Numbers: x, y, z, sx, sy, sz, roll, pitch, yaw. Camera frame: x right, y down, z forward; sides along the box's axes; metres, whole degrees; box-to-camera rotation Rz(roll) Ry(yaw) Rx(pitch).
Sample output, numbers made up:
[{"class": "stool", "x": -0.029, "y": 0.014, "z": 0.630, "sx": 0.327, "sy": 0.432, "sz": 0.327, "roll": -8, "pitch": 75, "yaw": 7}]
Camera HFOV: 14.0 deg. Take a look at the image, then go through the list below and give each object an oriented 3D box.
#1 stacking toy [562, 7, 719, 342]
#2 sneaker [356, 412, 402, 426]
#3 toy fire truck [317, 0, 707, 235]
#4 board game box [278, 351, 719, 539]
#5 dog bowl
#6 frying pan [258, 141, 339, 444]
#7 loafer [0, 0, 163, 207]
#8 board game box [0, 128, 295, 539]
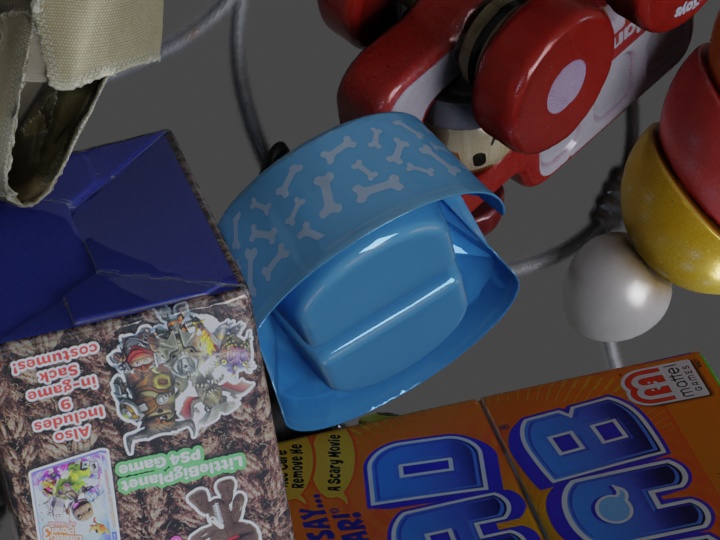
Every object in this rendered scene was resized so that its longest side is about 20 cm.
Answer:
[{"class": "stacking toy", "x": 0.163, "y": -0.040, "z": 1.307, "sx": 0.200, "sy": 0.147, "sz": 0.146, "roll": -41, "pitch": 136, "yaw": 21}, {"class": "sneaker", "x": 0.047, "y": 0.143, "z": 1.310, "sx": 0.084, "sy": 0.074, "sz": 0.200, "roll": -47, "pitch": 130, "yaw": -22}, {"class": "toy fire truck", "x": 0.071, "y": -0.093, "z": 1.236, "sx": 0.200, "sy": 0.112, "sz": 0.168, "roll": -43, "pitch": 149, "yaw": -24}, {"class": "board game box", "x": 0.081, "y": 0.185, "z": 1.195, "sx": 0.199, "sy": 0.200, "sz": 0.201, "roll": -12, "pitch": 120, "yaw": -7}, {"class": "dog bowl", "x": 0.000, "y": 0.000, "z": 1.146, "sx": 0.111, "sy": 0.050, "sz": 0.200, "roll": -32, "pitch": 161, "yaw": -3}, {"class": "frying pan", "x": -0.034, "y": 0.053, "z": 1.244, "sx": 0.115, "sy": 0.031, "sz": 0.191, "roll": 27, "pitch": 90, "yaw": -43}, {"class": "loafer", "x": -0.098, "y": -0.103, "z": 1.053, "sx": 0.076, "sy": 0.068, "sz": 0.200, "roll": -26, "pitch": 156, "yaw": -54}, {"class": "board game box", "x": -0.086, "y": 0.074, "z": 1.102, "sx": 0.096, "sy": 0.160, "sz": 0.201, "roll": -13, "pitch": 115, "yaw": -8}]
